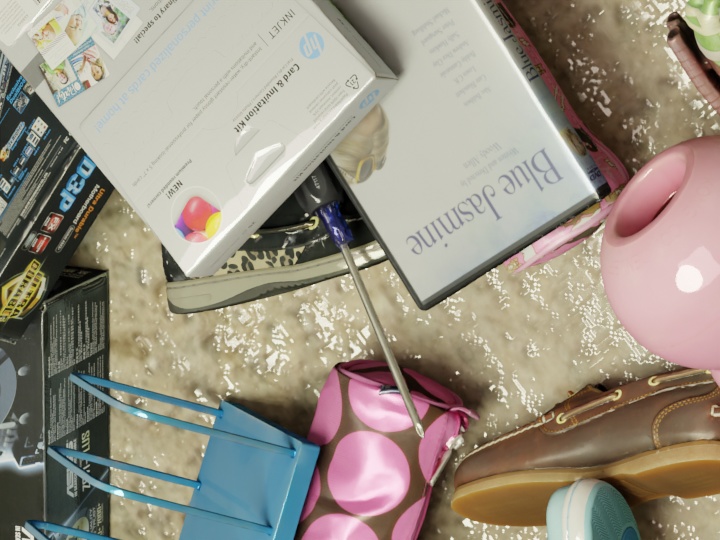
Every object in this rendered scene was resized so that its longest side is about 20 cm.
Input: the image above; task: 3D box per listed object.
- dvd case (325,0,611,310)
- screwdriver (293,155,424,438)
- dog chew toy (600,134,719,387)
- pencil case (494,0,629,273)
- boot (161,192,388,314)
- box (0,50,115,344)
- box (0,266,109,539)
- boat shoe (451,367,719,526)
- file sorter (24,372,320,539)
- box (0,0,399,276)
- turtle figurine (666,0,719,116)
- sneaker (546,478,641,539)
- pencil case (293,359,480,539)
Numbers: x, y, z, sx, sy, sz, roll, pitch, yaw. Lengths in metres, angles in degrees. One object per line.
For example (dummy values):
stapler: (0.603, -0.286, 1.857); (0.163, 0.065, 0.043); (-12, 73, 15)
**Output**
dvd case: (0.031, -0.093, 1.395); (0.142, 0.018, 0.201); (-33, 89, 37)
screwdriver: (0.000, 0.000, 1.430); (0.201, 0.029, 0.028); (63, 150, 11)
dog chew toy: (0.222, 0.020, 1.362); (0.200, 0.125, 0.124); (38, 118, -20)
pencil case: (0.069, -0.096, 1.432); (0.086, 0.083, 0.201); (-35, 87, 47)
boot: (-0.044, -0.068, 1.494); (0.202, 0.073, 0.155); (-16, 93, 25)
box: (-0.206, -0.083, 1.520); (0.159, 0.046, 0.201); (43, 106, 39)
box: (-0.247, 0.097, 1.617); (0.163, 0.086, 0.201); (8, 106, 22)
boat shoe: (0.139, 0.099, 1.460); (0.199, 0.070, 0.071); (-14, 60, 34)
file sorter: (-0.128, 0.172, 1.499); (0.122, 0.139, 0.201); (17, 91, -25)
box: (-0.099, -0.123, 1.405); (0.156, 0.041, 0.200); (-46, 75, 16)
turtle figurine: (0.213, -0.166, 1.318); (0.144, 0.200, 0.194); (-43, 77, -8)
sneaker: (0.097, 0.199, 1.469); (0.130, 0.080, 0.201); (6, 125, 25)
pencil case: (-0.002, 0.155, 1.496); (0.093, 0.091, 0.201); (19, 97, 15)
